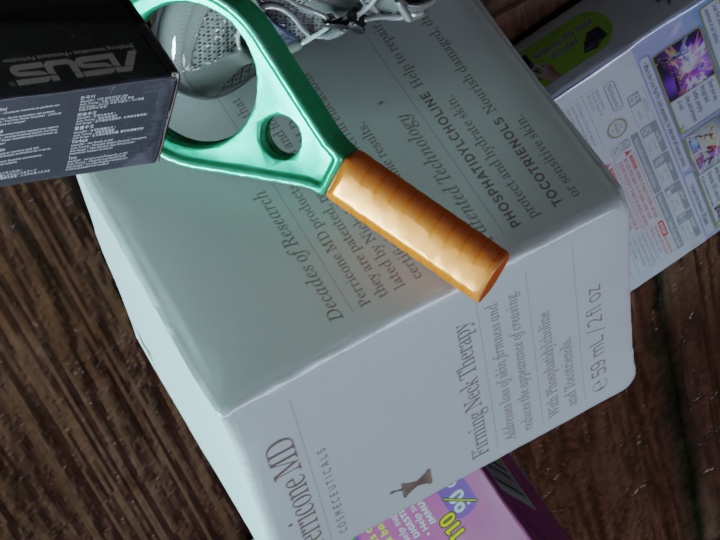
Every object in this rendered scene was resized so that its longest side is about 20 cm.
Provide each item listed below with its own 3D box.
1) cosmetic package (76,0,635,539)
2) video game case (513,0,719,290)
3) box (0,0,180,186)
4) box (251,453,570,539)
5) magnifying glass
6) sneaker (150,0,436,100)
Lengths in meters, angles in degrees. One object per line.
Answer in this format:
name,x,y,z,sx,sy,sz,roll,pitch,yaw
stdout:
cosmetic package,0.000,0.000,1.113,0.200,0.166,0.167,-28,149,-9
video game case,0.165,-0.085,1.258,0.181,0.045,0.200,-33,146,0
box,-0.188,-0.089,0.858,0.200,0.161,0.049,-10,139,-30
box,0.028,0.204,1.379,0.200,0.176,0.097,-41,146,10
magnifying glass,-0.025,-0.052,1.011,0.080,0.200,0.022,-61,169,28
sneaker,-0.008,-0.131,1.018,0.200,0.082,0.075,-38,146,21
